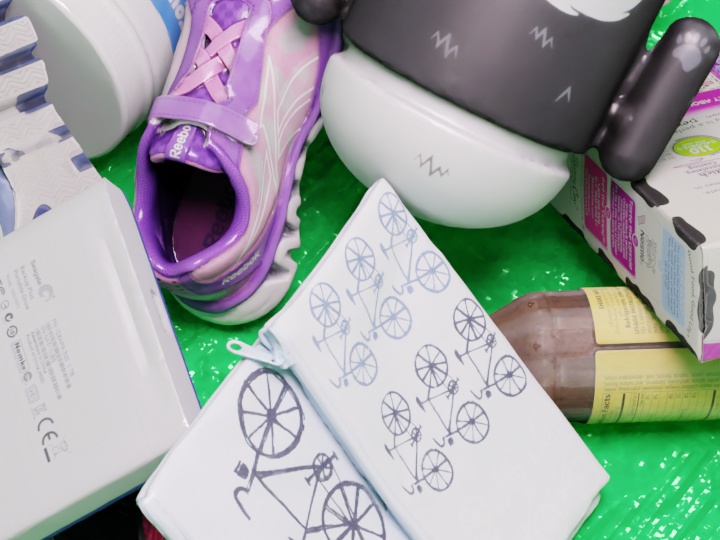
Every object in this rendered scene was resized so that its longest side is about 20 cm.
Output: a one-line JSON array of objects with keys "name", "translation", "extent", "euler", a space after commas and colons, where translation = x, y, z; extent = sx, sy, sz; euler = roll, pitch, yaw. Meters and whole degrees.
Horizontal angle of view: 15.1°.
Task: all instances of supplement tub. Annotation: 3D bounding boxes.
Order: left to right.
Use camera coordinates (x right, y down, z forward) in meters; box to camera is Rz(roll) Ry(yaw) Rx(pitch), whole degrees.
[{"name": "supplement tub", "translation": [-0.111, -0.164, 1.323], "extent": [0.132, 0.132, 0.200], "euler": [27, 57, 14]}]

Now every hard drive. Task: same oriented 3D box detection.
[{"name": "hard drive", "translation": [-0.169, 0.064, 1.151], "extent": [0.200, 0.025, 0.132], "euler": [-29, 60, 13]}]

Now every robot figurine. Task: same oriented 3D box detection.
[{"name": "robot figurine", "translation": [0.064, -0.116, 1.189], "extent": [0.125, 0.200, 0.150], "euler": [17, 14, -46]}]

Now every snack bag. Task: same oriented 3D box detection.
[{"name": "snack bag", "translation": [0.010, 0.092, 1.136], "extent": [0.189, 0.021, 0.200], "euler": [54, 52, -20]}]

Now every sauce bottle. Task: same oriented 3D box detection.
[{"name": "sauce bottle", "translation": [0.109, 0.038, 1.237], "extent": [0.200, 0.065, 0.065], "euler": [0, 54, -6]}]

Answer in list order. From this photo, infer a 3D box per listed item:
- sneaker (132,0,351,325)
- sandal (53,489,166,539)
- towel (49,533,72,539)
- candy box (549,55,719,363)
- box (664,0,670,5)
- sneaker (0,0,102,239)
[{"name": "sneaker", "translation": [-0.061, -0.074, 1.225], "extent": [0.080, 0.088, 0.200], "euler": [11, 94, 23]}, {"name": "sandal", "translation": [-0.057, 0.132, 1.161], "extent": [0.200, 0.045, 0.075], "euler": [40, 53, 20]}, {"name": "towel", "translation": [-0.203, 0.064, 1.221], "extent": [0.086, 0.018, 0.200], "euler": [-16, 56, -23]}, {"name": "candy box", "translation": [0.174, -0.039, 1.251], "extent": [0.136, 0.061, 0.200], "euler": [-12, 28, -15]}, {"name": "box", "translation": [0.055, -0.163, 1.325], "extent": [0.200, 0.100, 0.095], "euler": [-23, 42, -31]}, {"name": "sneaker", "translation": [-0.181, -0.032, 1.249], "extent": [0.081, 0.115, 0.199], "euler": [-22, 91, -45]}]
